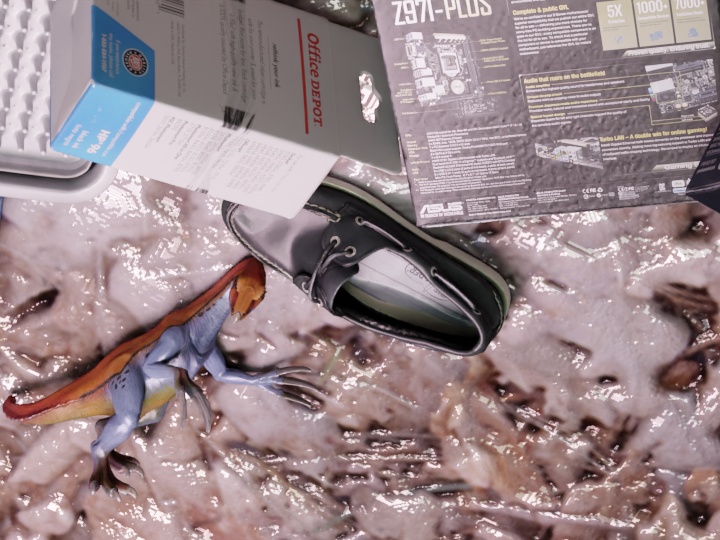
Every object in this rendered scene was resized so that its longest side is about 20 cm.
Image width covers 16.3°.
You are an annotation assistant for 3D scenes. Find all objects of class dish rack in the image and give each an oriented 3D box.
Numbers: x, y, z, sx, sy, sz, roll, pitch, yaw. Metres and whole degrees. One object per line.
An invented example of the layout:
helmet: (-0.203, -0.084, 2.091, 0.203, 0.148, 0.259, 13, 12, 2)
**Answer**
dish rack: (-0.218, -0.138, 1.545, 0.171, 0.044, 0.200, 7, 125, -17)

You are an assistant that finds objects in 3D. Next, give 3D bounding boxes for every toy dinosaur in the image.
toy dinosaur: (-0.133, 0.059, 1.654, 0.200, 0.105, 0.182, 24, 103, 9)

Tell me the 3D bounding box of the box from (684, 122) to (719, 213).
box: (0.300, -0.096, 1.401, 0.148, 0.107, 0.200, 29, 83, -8)

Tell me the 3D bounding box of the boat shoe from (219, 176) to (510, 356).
boat shoe: (-0.001, 0.002, 1.600, 0.199, 0.066, 0.075, 29, 123, -8)

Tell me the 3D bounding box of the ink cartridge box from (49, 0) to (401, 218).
ink cartridge box: (-0.080, -0.106, 1.493, 0.200, 0.116, 0.068, 16, 138, -24)

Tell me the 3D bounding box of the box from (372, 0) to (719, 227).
box: (0.119, -0.123, 1.487, 0.200, 0.086, 0.164, -6, 121, 13)

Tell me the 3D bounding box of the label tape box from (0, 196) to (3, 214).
label tape box: (-0.345, -0.008, 1.658, 0.200, 0.066, 0.143, 13, 123, 0)
